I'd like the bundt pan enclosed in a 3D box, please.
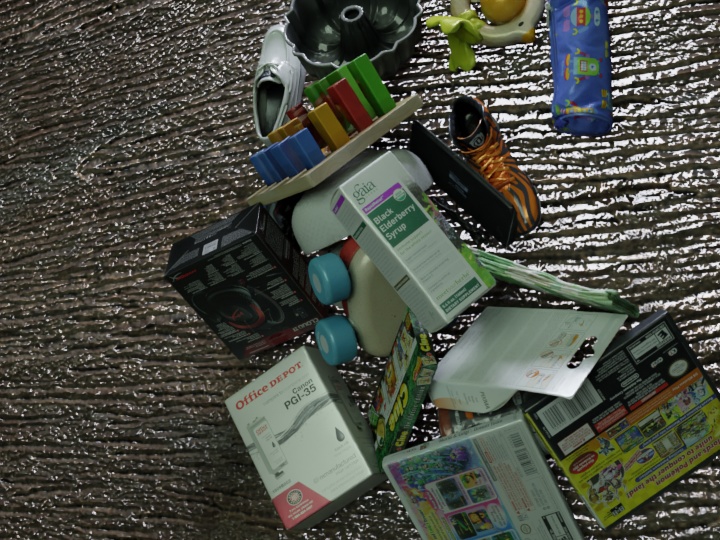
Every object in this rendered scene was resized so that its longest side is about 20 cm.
[{"bbox_3d":[-0.004,-0.336,1.397,0.202,0.076,0.202,-7,56,10],"label":"bundt pan"}]

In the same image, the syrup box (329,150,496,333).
[{"bbox_3d":[0.058,-0.032,1.154,0.079,0.081,0.200,-37,87,-16],"label":"syrup box"}]

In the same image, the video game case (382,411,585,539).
[{"bbox_3d":[0.149,0.280,1.190,0.182,0.024,0.200,-22,109,18],"label":"video game case"}]

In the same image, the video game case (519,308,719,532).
[{"bbox_3d":[0.313,0.173,1.137,0.200,0.026,0.181,-35,100,0],"label":"video game case"}]

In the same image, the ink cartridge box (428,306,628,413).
[{"bbox_3d":[0.200,0.107,1.176,0.200,0.050,0.162,4,36,40],"label":"ink cartridge box"}]

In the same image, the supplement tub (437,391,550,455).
[{"bbox_3d":[0.202,0.176,1.207,0.200,0.107,0.107,-21,72,17],"label":"supplement tub"}]

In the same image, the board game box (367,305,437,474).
[{"bbox_3d":[0.050,0.151,1.234,0.105,0.023,0.200,-106,26,-48],"label":"board game box"}]

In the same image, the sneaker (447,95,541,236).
[{"bbox_3d":[0.163,-0.139,1.286,0.078,0.112,0.200,-32,68,14],"label":"sneaker"}]

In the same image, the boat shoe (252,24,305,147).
[{"bbox_3d":[-0.123,-0.277,1.462,0.074,0.065,0.200,-10,75,21],"label":"boat shoe"}]

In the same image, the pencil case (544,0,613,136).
[{"bbox_3d":[0.283,-0.274,1.282,0.087,0.078,0.200,2,78,-7],"label":"pencil case"}]

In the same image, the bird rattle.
[{"bbox_3d":[0.173,-0.372,1.363,0.163,0.113,0.200,6,68,12],"label":"bird rattle"}]

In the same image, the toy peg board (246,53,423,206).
[{"bbox_3d":[-0.058,-0.185,1.291,0.199,0.200,0.098,-39,103,-25],"label":"toy peg board"}]

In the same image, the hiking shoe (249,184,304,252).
[{"bbox_3d":[-0.123,-0.109,1.423,0.087,0.074,0.200,5,75,32],"label":"hiking shoe"}]

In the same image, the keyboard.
[{"bbox_3d":[0.132,-0.103,1.299,0.021,0.127,0.200,-31,61,-22],"label":"keyboard"}]

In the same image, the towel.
[{"bbox_3d":[0.228,0.015,1.203,0.200,0.153,0.023,17,88,27],"label":"towel"}]

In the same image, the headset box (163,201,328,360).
[{"bbox_3d":[-0.146,0.025,1.349,0.149,0.200,0.075,-24,35,19],"label":"headset box"}]

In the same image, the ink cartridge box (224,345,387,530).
[{"bbox_3d":[-0.072,0.223,1.324,0.146,0.083,0.200,-36,68,13],"label":"ink cartridge box"}]

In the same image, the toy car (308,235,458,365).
[{"bbox_3d":[0.000,0.000,1.305,0.184,0.177,0.200,-18,32,-21],"label":"toy car"}]

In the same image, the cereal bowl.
[{"bbox_3d":[-0.008,-0.104,1.296,0.200,0.200,0.083,-26,99,16],"label":"cereal bowl"}]
